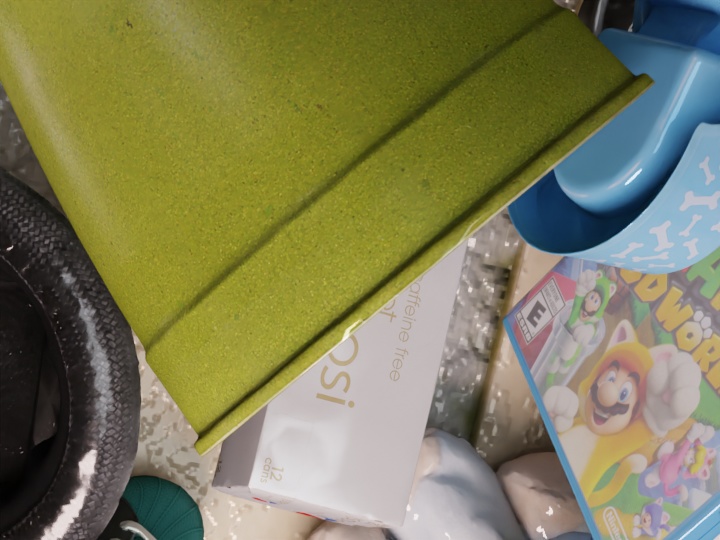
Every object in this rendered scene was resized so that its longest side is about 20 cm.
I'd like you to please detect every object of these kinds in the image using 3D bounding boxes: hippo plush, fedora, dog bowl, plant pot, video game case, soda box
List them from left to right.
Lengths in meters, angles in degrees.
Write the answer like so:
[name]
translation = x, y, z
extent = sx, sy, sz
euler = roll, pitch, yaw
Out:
[fedora]
translation = -0.164, 0.034, 0.784
extent = 0.200, 0.092, 0.201
euler = 3, 100, 17
[plant pot]
translation = -0.038, -0.073, 0.704
extent = 0.200, 0.200, 0.193
euler = -39, 88, -6
[soda box]
translation = 0.000, 0.000, 0.832
extent = 0.068, 0.064, 0.200
euler = 16, 79, -16
[hippo plush]
translation = 0.057, 0.173, 0.844
extent = 0.159, 0.161, 0.200
euler = -9, 100, -13
[dog bowl]
translation = 0.129, -0.089, 0.777
extent = 0.050, 0.111, 0.200
euler = 25, 91, -30
[video game case]
translation = 0.142, 0.008, 0.769
extent = 0.018, 0.143, 0.200
euler = 20, 125, -37

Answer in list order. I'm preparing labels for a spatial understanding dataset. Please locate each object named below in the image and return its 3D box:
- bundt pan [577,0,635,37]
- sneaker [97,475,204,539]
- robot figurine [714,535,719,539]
[bundt pan]
translation = 0.179, -0.117, 0.877
extent = 0.201, 0.076, 0.202
euler = -2, 99, -15
[sneaker]
translation = -0.108, 0.147, 0.792
extent = 0.071, 0.080, 0.200
euler = 48, 44, -11
[robot figurine]
translation = 0.184, 0.035, 0.814
extent = 0.170, 0.113, 0.200
euler = 42, 112, 12
